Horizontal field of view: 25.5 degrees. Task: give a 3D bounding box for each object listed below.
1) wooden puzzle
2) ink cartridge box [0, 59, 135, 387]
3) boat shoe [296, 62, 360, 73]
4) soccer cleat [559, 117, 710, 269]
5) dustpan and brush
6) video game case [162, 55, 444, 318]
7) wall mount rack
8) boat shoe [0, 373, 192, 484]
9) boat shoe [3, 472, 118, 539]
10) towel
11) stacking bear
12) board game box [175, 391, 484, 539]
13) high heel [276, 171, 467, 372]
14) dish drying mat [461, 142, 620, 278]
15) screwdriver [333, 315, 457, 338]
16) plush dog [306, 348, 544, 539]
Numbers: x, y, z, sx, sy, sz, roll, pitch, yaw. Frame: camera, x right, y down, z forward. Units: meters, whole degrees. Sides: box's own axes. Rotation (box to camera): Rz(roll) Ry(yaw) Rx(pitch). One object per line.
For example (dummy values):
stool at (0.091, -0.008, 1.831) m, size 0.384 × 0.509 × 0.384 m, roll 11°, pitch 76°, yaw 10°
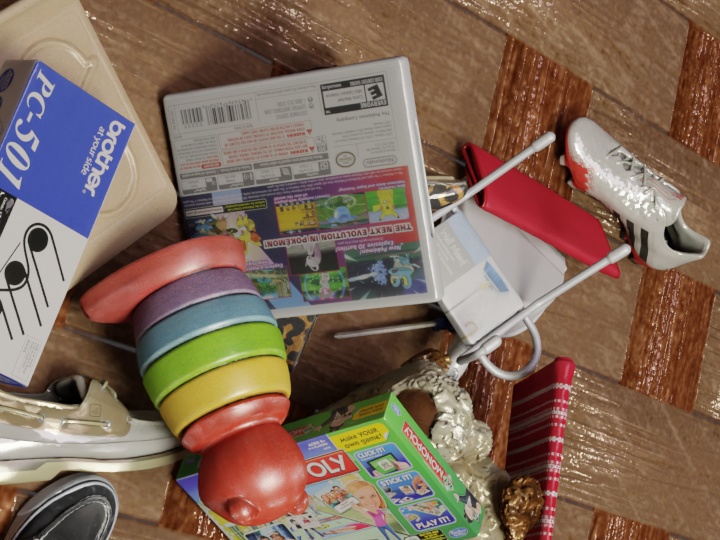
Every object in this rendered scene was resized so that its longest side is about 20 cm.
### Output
wooden puzzle at (-0.240, -0.081, 1.129) m, size 0.185 × 0.046 × 0.201 m, roll -39°, pitch 119°, yaw -34°
ink cartridge box at (-0.234, -0.032, 1.076) m, size 0.094 × 0.044 × 0.201 m, roll 33°, pitch 71°, yaw -42°
boat shoe at (-0.018, -0.068, 1.311) m, size 0.072 × 0.060 × 0.202 m, roll -73°, pitch 158°, yaw -75°
soccer cleat at (0.267, -0.076, 1.539) m, size 0.200 × 0.085 × 0.069 m, roll 51°, pitch 55°, yaw -30°
dustpan and brush at (0.109, 0.024, 1.403) m, size 0.139 × 0.057 × 0.200 m, roll 42°, pitch 36°, yaw -18°
video game case at (-0.044, -0.057, 1.204) m, size 0.023 × 0.199 × 0.183 m, roll -28°, pitch 110°, yaw -67°
wall mount rack at (0.120, -0.016, 1.341) m, size 0.173 × 0.075 × 0.200 m, roll -34°, pitch 91°, yaw -26°
boat shoe at (-0.198, 0.109, 1.140) m, size 0.199 × 0.075 × 0.069 m, roll -2°, pitch 92°, yaw -43°
boat shoe at (-0.231, 0.223, 1.113) m, size 0.200 × 0.068 × 0.072 m, roll -46°, pitch 118°, yaw -32°
towel at (0.145, 0.178, 1.328) m, size 0.022 × 0.145 × 0.201 m, roll 9°, pitch 76°, yaw -7°
stacking bear at (-0.100, 0.087, 1.137) m, size 0.121 × 0.114 × 0.201 m, roll 3°, pitch 59°, yaw -55°
board game box at (-0.025, 0.171, 1.212) m, size 0.135 × 0.199 × 0.029 m, roll 52°, pitch 36°, yaw -28°
high heel at (0.000, 0.000, 1.247) m, size 0.071 × 0.199 × 0.143 m, roll -26°, pitch 106°, yaw -68°
dish drying mat at (0.168, -0.052, 1.473) m, size 0.200 × 0.018 × 0.077 m, roll 26°, pitch 36°, yaw -41°
screwdriver at (0.054, 0.052, 1.389) m, size 0.199 × 0.028 × 0.029 m, roll -11°, pitch 68°, yaw -44°
plush dog at (0.057, 0.163, 1.280) m, size 0.160 × 0.200 × 0.172 m, roll -30°, pitch 92°, yaw -54°
